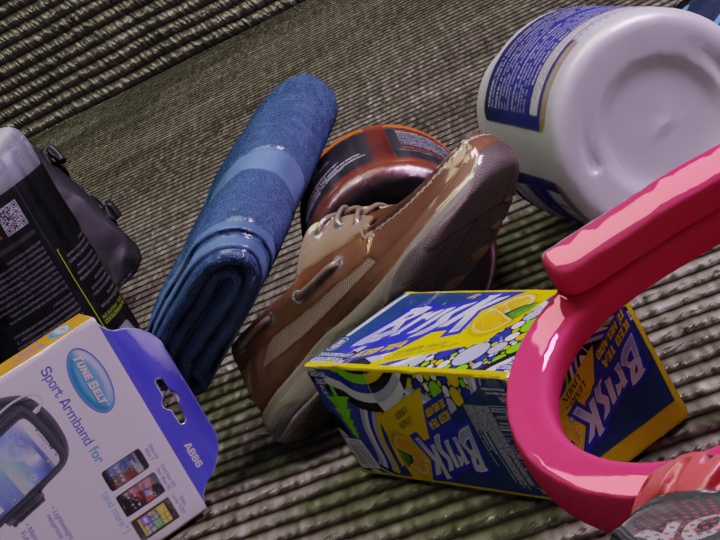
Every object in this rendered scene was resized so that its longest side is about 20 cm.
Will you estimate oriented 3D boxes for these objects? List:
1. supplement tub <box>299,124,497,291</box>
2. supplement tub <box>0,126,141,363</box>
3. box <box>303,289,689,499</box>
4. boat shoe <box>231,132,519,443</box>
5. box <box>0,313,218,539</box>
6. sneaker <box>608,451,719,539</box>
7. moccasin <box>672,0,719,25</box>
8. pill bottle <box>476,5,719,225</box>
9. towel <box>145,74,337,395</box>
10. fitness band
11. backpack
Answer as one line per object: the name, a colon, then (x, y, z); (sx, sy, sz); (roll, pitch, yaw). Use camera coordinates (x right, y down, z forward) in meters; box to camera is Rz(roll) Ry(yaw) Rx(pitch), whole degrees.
supplement tub: (0.018, -0.026, 1.254); (0.106, 0.107, 0.200); (-29, 12, 4)
supplement tub: (-0.218, 0.022, 1.383); (0.122, 0.201, 0.123); (-28, 12, 7)
box: (0.054, 0.052, 0.968); (0.070, 0.065, 0.200); (-34, 14, -22)
boat shoe: (0.000, 0.000, 1.111); (0.200, 0.072, 0.076); (-49, -20, 21)
box: (-0.173, 0.113, 1.117); (0.199, 0.120, 0.041); (-33, 12, -17)
sneaker: (0.132, 0.093, 0.619); (0.098, 0.071, 0.200); (-38, 13, -33)
moccasin: (0.217, -0.152, 1.349); (0.068, 0.081, 0.200); (0, 29, 43)
pill bottle: (0.132, -0.085, 1.196); (0.119, 0.120, 0.200); (-31, 13, -7)
towel: (-0.066, -0.025, 1.201); (0.112, 0.048, 0.200); (-59, 6, 33)
fitness band: (0.145, 0.019, 0.817); (0.199, 0.038, 0.144); (-32, 45, 0)
backpack: (-0.292, -0.008, 1.791); (0.154, 0.163, 0.200); (-50, 12, -19)
